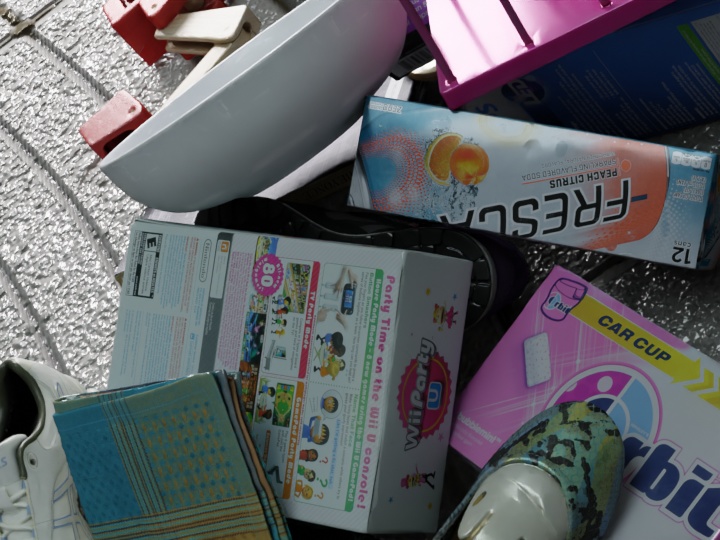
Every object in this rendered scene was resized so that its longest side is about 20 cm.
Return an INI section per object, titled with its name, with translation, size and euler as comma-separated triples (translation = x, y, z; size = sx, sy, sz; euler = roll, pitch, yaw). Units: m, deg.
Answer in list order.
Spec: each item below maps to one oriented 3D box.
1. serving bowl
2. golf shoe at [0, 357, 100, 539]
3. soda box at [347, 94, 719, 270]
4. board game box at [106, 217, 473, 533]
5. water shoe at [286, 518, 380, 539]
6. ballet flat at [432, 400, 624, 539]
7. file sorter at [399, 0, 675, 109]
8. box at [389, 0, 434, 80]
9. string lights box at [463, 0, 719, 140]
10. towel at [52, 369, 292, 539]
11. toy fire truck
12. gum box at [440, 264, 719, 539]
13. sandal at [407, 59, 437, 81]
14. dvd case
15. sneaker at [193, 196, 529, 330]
[serving bowl]
translation = -0.049, -0.093, 1.428
size = 0.200, 0.066, 0.200
euler = -36, 9, 6
[golf shoe]
translation = -0.199, 0.145, 1.501
size = 0.078, 0.097, 0.201
euler = -18, 53, 23
[soda box]
translation = 0.098, -0.047, 1.376
size = 0.199, 0.068, 0.064
euler = 10, 92, 17
[board game box]
translation = -0.044, 0.055, 1.371
size = 0.199, 0.064, 0.149
euler = 8, 89, 40
[water shoe]
translation = 0.014, 0.180, 1.331
size = 0.199, 0.079, 0.072
euler = 11, 68, 40
[ballet flat]
translation = 0.059, 0.152, 1.246
size = 0.201, 0.074, 0.074
euler = -57, 43, 14
[file sorter]
translation = 0.103, -0.210, 1.356
size = 0.199, 0.126, 0.139
euler = -25, 32, 14
[box]
translation = 0.042, -0.234, 1.503
size = 0.142, 0.036, 0.201
euler = -27, 70, 17
[string lights box]
translation = 0.155, -0.125, 1.422
size = 0.199, 0.103, 0.059
euler = -14, 54, 28
[towel]
translation = -0.087, 0.153, 1.357
size = 0.146, 0.201, 0.022
euler = -11, 11, 44
[toy fire truck]
translation = -0.106, -0.161, 1.665
size = 0.200, 0.049, 0.141
euler = -40, 38, 5
[gum box]
translation = 0.145, 0.095, 1.302
size = 0.114, 0.066, 0.200
euler = -52, 45, -4
[sandal]
translation = 0.036, -0.208, 1.561
size = 0.077, 0.070, 0.213
euler = -18, 40, 23
[dvd case]
translation = -0.049, -0.065, 1.549
size = 0.199, 0.016, 0.149
euler = -25, 22, 22
[sneaker]
translation = 0.000, 0.000, 1.457
size = 0.199, 0.087, 0.076
euler = 10, 99, 26
